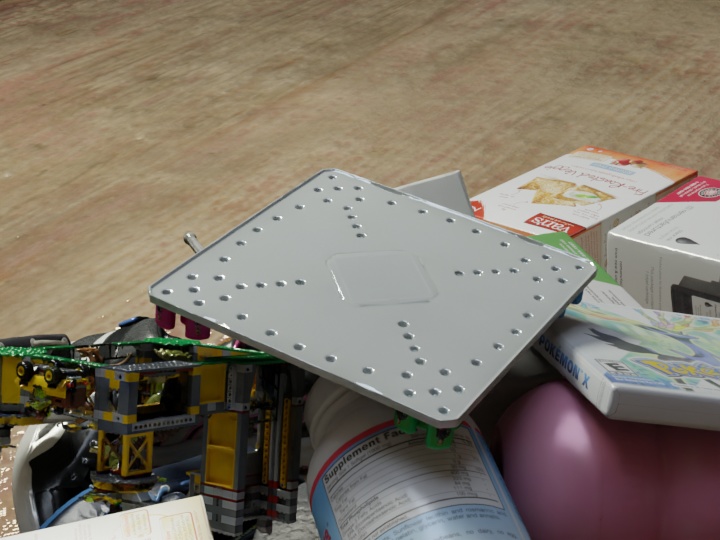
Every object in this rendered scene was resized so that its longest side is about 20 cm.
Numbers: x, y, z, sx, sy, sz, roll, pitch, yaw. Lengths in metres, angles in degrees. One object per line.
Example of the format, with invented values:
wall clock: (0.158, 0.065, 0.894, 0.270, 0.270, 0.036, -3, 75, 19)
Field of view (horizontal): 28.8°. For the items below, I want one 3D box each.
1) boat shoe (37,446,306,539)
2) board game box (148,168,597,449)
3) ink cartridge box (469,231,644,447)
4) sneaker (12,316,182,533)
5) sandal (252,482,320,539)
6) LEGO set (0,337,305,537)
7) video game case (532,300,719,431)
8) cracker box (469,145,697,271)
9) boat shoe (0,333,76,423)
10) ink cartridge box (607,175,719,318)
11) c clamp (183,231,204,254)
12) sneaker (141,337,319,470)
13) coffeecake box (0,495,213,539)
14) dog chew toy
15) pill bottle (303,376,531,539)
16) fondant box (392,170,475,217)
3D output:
boat shoe: (-0.120, 0.155, 0.872, 0.199, 0.085, 0.068, -29, 22, -37)
board game box: (0.011, 0.014, 0.825, 0.199, 0.026, 0.200, 22, 35, 23)
ink cartridge box: (0.094, 0.055, 0.962, 0.199, 0.085, 0.145, -8, 40, -32)
sneaker: (-0.161, 0.103, 0.929, 0.111, 0.073, 0.201, -25, 39, 17)
sandal: (-0.032, 0.195, 0.831, 0.075, 0.043, 0.201, -6, 33, 17)
LEGO set: (-0.123, 0.105, 0.805, 0.153, 0.117, 0.200, 5, 2, 27)
video game case: (0.207, 0.058, 0.855, 0.198, 0.022, 0.182, 7, 14, -15)
cracker box: (0.196, -0.050, 1.280, 0.199, 0.058, 0.133, -26, 31, -36)
boat shoe: (-0.249, 0.060, 0.832, 0.073, 0.061, 0.199, -13, -14, 40)
ink cartridge box: (0.317, 0.002, 1.107, 0.199, 0.084, 0.145, 17, 33, 41)
c clamp: (0.000, 0.000, 0.896, 0.198, 0.027, 0.171, -7, 31, -16)
sneaker: (-0.101, 0.087, 1.015, 0.198, 0.087, 0.080, -2, 23, 10)
coffeecake box: (-0.159, 0.211, 0.677, 0.198, 0.155, 0.073, -11, 26, -10)
dog chew toy: (0.178, 0.128, 0.833, 0.198, 0.126, 0.125, 2, 24, -2)
pill bottle: (0.032, 0.142, 0.775, 0.108, 0.109, 0.201, -11, 43, -12)
fondant box: (-0.010, -0.012, 1.132, 0.143, 0.059, 0.200, -17, -5, -23)
